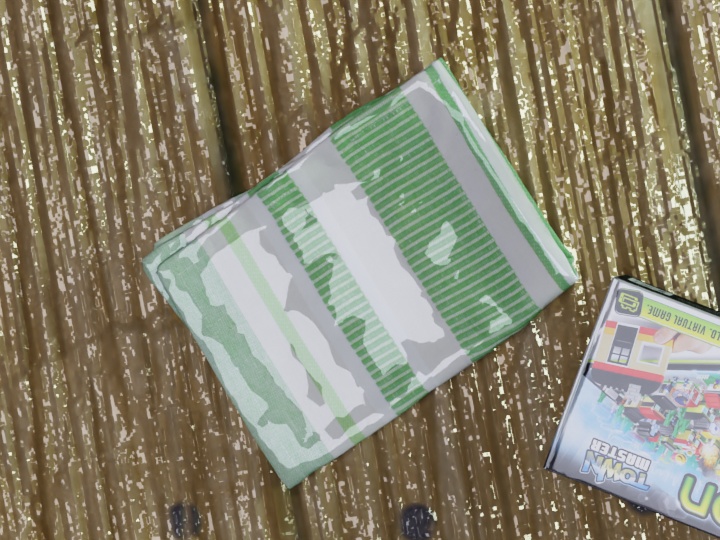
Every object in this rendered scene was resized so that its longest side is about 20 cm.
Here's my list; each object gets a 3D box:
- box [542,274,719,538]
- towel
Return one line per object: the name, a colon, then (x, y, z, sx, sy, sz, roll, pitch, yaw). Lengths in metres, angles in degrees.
box: (0.207, 0.088, 1.531, 0.200, 0.035, 0.110, 21, 96, 12)
towel: (0.000, 0.000, 1.585, 0.200, 0.023, 0.153, -34, 84, 12)
